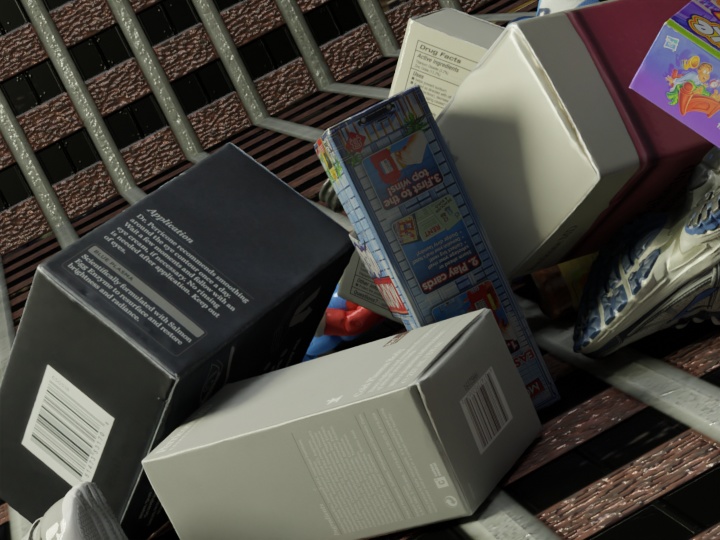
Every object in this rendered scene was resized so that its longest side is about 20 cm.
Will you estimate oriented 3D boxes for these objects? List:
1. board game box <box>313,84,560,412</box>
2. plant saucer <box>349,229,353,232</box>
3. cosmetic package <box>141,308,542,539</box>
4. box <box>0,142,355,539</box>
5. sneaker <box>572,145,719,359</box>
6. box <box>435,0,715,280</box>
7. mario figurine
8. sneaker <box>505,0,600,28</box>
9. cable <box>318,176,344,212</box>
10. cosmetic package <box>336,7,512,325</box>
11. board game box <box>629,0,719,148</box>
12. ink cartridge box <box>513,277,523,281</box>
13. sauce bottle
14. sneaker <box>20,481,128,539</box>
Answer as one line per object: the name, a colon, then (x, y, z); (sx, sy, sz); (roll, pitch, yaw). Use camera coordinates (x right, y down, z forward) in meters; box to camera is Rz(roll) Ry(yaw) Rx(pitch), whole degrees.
board game box: (0.042, 0.000, 1.186); (0.061, 0.201, 0.200); (-26, 1, -5)
plant saucer: (-0.042, 0.016, 1.689); (0.199, 0.035, 0.200); (-27, 11, 6)
cosmetic package: (-0.011, 0.099, 1.108); (0.199, 0.091, 0.107); (-15, 15, 32)
box: (-0.126, 0.056, 1.261); (0.200, 0.117, 0.197); (-38, -20, -47)
sneaker: (0.197, 0.004, 1.122); (0.200, 0.085, 0.077); (-44, 21, 45)
box: (0.162, -0.089, 1.179); (0.199, 0.109, 0.128); (-17, -20, -32)
mario figurine: (0.000, 0.000, 1.455); (0.200, 0.106, 0.124); (-30, 42, 33)
sneaker: (0.122, -0.130, 1.380); (0.074, 0.082, 0.200); (-33, -9, -37)
cable: (0.038, -0.078, 1.398); (0.097, 0.050, 0.200); (-44, -4, 20)
cosmetic package: (0.063, -0.062, 1.311); (0.103, 0.201, 0.073); (24, 21, 18)
board game box: (0.259, -0.081, 1.046); (0.134, 0.200, 0.045); (-40, -18, -50)
ink cartridge box: (0.169, -0.064, 1.413); (0.199, 0.077, 0.136); (-29, 0, -20)
sauce bottle: (0.199, -0.037, 1.299); (0.199, 0.066, 0.066); (-27, 11, 0)
sneaker: (-0.166, 0.175, 1.106); (0.082, 0.075, 0.200); (-30, -10, -13)
